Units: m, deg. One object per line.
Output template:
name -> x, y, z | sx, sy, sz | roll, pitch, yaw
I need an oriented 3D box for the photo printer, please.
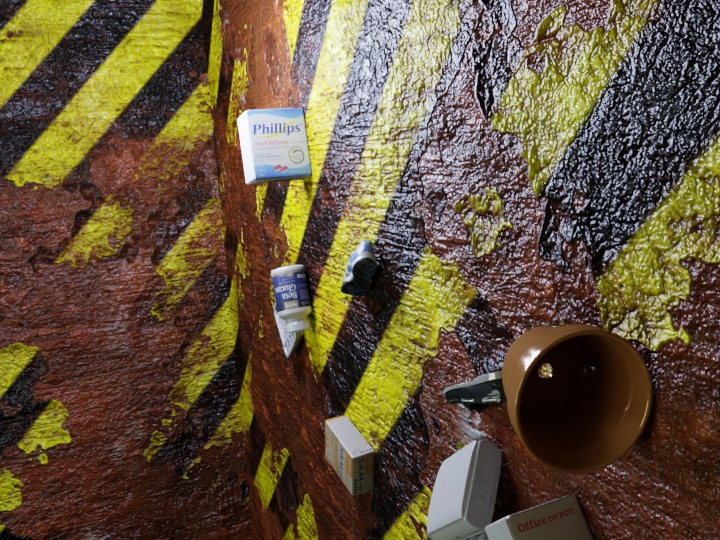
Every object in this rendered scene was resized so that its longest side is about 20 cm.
photo printer -> 0.193, 0.434, 1.323 | 0.201, 0.069, 0.168 | 121, 170, -56

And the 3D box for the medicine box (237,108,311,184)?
medicine box -> -0.255, -0.367, 2.030 | 0.103, 0.179, 0.204 | -3, 95, 65

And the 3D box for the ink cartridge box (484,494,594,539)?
ink cartridge box -> 0.303, 0.476, 1.071 | 0.086, 0.145, 0.203 | 121, 136, -54

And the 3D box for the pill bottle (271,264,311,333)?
pill bottle -> -0.214, 0.091, 2.169 | 0.111, 0.109, 0.204 | 158, 103, -65

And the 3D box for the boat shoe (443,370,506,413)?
boat shoe -> 0.218, 0.235, 1.277 | 0.200, 0.074, 0.061 | 135, 129, -62

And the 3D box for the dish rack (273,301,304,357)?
dish rack -> -0.244, 0.177, 2.348 | 0.172, 0.043, 0.202 | 117, 139, -54

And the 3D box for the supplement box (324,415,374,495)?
supplement box -> -0.034, 0.519, 1.939 | 0.200, 0.072, 0.128 | -144, 50, -58

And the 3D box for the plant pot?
plant pot -> 0.289, 0.165, 0.977 | 0.140, 0.196, 0.204 | -131, 37, -77

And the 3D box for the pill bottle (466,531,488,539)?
pill bottle -> 0.235, 0.559, 1.292 | 0.201, 0.112, 0.115 | 113, 141, -50

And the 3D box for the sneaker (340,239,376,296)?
sneaker -> 0.000, 0.000, 1.725 | 0.201, 0.074, 0.078 | 121, 157, -55
